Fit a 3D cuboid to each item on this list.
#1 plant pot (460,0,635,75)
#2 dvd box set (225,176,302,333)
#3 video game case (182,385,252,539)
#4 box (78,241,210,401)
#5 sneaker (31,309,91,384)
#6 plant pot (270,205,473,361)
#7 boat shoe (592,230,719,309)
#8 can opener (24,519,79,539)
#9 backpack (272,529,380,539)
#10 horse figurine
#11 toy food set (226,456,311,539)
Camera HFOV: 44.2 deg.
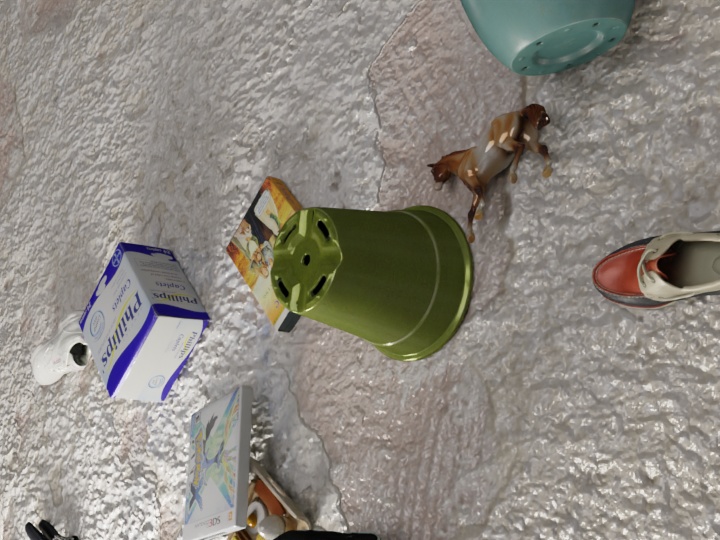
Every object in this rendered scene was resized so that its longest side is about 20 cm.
[{"bbox_3d":[0.197,-0.304,0.933,0.200,0.200,0.162,-23,77,41],"label":"plant pot"},{"bbox_3d":[-0.121,-0.026,1.314,0.147,0.029,0.200,-56,47,21],"label":"dvd box set"},{"bbox_3d":[-0.212,0.288,1.303,0.182,0.022,0.201,-33,49,49],"label":"video game case"},{"bbox_3d":[-0.370,0.086,1.495,0.184,0.105,0.200,-58,47,21],"label":"box"},{"bbox_3d":[-0.576,0.167,1.714,0.200,0.075,0.100,-49,49,28],"label":"sneaker"},{"bbox_3d":[0.000,0.000,1.065,0.200,0.190,0.201,-14,71,43],"label":"plant pot"},{"bbox_3d":[0.303,-0.003,0.841,0.200,0.062,0.072,-5,79,47],"label":"boat shoe"},{"bbox_3d":[-0.580,0.509,1.651,0.200,0.063,0.079,14,92,47],"label":"can opener"},{"bbox_3d":[-0.067,0.393,1.056,0.200,0.177,0.151,-5,108,46],"label":"backpack"},{"bbox_3d":[0.157,-0.127,1.022,0.200,0.050,0.133,-46,34,40],"label":"horse figurine"},{"bbox_3d":[-0.156,0.382,1.236,0.143,0.060,0.201,35,106,44],"label":"toy food set"}]
